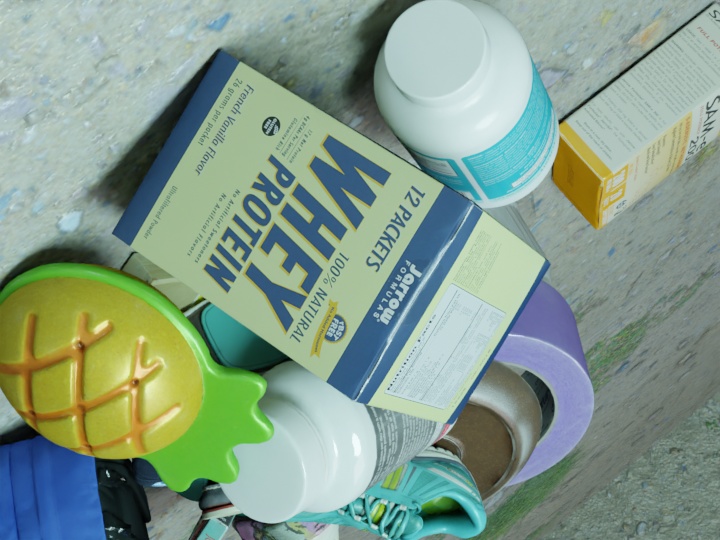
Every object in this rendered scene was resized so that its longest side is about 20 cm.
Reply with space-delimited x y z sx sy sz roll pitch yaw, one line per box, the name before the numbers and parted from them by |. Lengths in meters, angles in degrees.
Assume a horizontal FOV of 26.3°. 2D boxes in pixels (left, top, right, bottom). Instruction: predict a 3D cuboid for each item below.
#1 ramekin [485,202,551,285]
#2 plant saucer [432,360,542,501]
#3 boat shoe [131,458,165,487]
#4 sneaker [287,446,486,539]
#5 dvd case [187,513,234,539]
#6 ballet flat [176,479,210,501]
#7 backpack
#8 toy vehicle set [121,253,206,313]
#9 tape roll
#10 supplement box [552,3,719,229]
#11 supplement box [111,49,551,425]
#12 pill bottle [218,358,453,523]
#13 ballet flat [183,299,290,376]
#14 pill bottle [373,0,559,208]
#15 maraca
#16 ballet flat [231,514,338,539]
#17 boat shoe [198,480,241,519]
ramekin | 0.090 0.024 1.440 0.202 0.094 0.203 -35 159 -15
plant saucer | 0.057 0.148 1.300 0.198 0.032 0.201 -3 132 -4
boat shoe | -0.097 0.115 1.198 0.199 0.084 0.069 -7 142 -37
sneaker | 0.015 0.179 1.224 0.198 0.080 0.078 4 123 -30
dvd case | -0.120 0.203 1.411 0.146 0.022 0.201 -58 -175 38
ballet flat | -0.136 0.129 1.322 0.072 0.072 0.201 -31 158 -23
backpack | -0.238 0.221 1.173 0.166 0.164 0.200 -14 156 -10
toy vehicle set | -0.128 0.032 1.169 0.124 0.027 0.199 -51 157 26
tape roll | 0.098 0.096 1.335 0.198 0.085 0.201 -4 133 -4
supplement box | 0.280 -0.143 1.457 0.199 0.074 0.126 -38 160 -7
supplement box | -0.012 -0.014 0.994 0.135 0.199 0.200 -59 158 2
pill bottle | -0.017 0.108 1.117 0.200 0.111 0.111 -26 157 -54
ballet flat | -0.121 0.063 1.132 0.199 0.070 0.070 -22 153 -33
pill bottle | 0.074 -0.121 1.087 0.111 0.111 0.200 -41 160 3
maraca | -0.152 0.072 1.005 0.137 0.199 0.107 -49 -165 31
ballet flat | -0.059 0.227 1.356 0.069 0.072 0.200 -32 -178 -25
boat shoe | -0.084 0.158 1.286 0.071 0.063 0.200 -10 -176 21
